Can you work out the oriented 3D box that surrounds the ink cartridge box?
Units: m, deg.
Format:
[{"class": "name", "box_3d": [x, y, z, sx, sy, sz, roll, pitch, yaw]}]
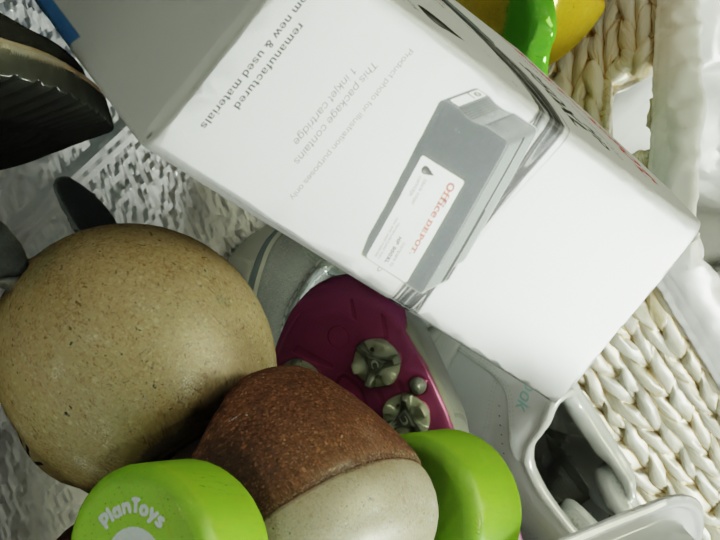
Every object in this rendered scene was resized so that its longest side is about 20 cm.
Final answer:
[{"class": "ink cartridge box", "box_3d": [-0.002, -0.059, 0.934, 0.200, 0.084, 0.145, 33, 11, -39]}]

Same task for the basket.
[{"class": "basket", "box_3d": [0.120, 0.003, 1.265, 0.200, 0.161, 0.199, 52, 32, -37]}]

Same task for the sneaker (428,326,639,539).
[{"class": "sneaker", "box_3d": [0.089, 0.103, 1.156, 0.075, 0.088, 0.200, -44, 131, -14]}]

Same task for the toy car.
[{"class": "toy car", "box_3d": [-0.078, 0.050, 0.888, 0.164, 0.158, 0.200, -1, 50, -55]}]

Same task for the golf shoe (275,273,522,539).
[{"class": "golf shoe", "box_3d": [0.017, 0.086, 0.994, 0.092, 0.075, 0.200, -55, 137, -60]}]

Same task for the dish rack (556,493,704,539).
[{"class": "dish rack", "box_3d": [0.047, 0.177, 0.936, 0.171, 0.200, 0.044, -18, 48, -39]}]

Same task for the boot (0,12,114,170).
[{"class": "boot", "box_3d": [-0.154, -0.110, 0.864, 0.200, 0.077, 0.139, 20, 53, -62]}]

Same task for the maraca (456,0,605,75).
[{"class": "maraca", "box_3d": [0.062, -0.133, 1.182, 0.137, 0.107, 0.200, 101, -12, -60]}]

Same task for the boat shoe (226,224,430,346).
[{"class": "boat shoe", "box_3d": [0.001, 0.001, 1.116, 0.070, 0.071, 0.201, 65, 27, -21]}]
